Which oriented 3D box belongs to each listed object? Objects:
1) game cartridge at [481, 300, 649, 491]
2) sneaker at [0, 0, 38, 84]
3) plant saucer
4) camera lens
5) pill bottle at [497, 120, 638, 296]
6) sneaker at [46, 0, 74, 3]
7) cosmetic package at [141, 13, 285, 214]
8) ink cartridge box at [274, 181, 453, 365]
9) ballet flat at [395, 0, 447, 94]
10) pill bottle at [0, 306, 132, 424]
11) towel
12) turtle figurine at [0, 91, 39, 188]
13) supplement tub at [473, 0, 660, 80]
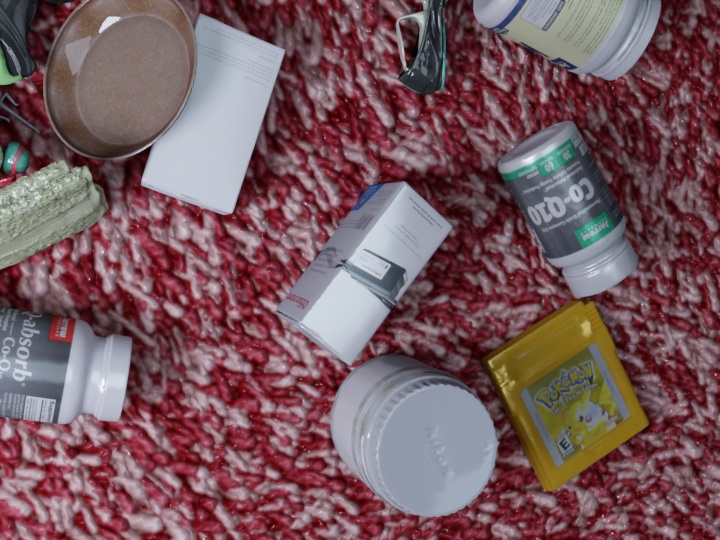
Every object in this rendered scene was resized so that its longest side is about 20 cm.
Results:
[{"bbox_3d":[0.275,0.162,1.278,0.175,0.032,0.202,-30,101,-13],"label":"game cartridge"},{"bbox_3d":[-0.400,-0.301,1.051,0.083,0.076,0.204,-6,87,-50],"label":"sneaker"},{"bbox_3d":[-0.260,-0.217,1.063,0.197,0.037,0.205,-4,79,21],"label":"plant saucer"},{"bbox_3d":[0.057,0.190,1.129,0.157,0.200,0.163,-1,93,-15],"label":"camera lens"},{"bbox_3d":[0.267,-0.077,1.222,0.112,0.113,0.202,-34,101,-12],"label":"pill bottle"},{"bbox_3d":[-0.354,-0.354,1.015,0.075,0.199,0.092,-33,68,20],"label":"sneaker"},{"bbox_3d":[-0.172,-0.176,1.109,0.111,0.081,0.203,21,88,-15],"label":"cosmetic package"},{"bbox_3d":[0.000,0.000,1.132,0.084,0.144,0.201,39,83,-14],"label":"ink cartridge box"},{"bbox_3d":[0.080,-0.322,1.183,0.067,0.068,0.204,6,91,-7],"label":"ballet flat"},{"bbox_3d":[-0.357,0.105,1.050,0.196,0.116,0.118,10,90,-16],"label":"pill bottle"},{"bbox_3d":[-0.367,-0.047,1.019,0.197,0.149,0.037,-26,78,-9],"label":"towel"},{"bbox_3d":[-0.426,-0.135,1.033,0.196,0.101,0.153,15,89,-10],"label":"turtle figurine"},{"bbox_3d":[0.255,-0.335,1.190,0.197,0.145,0.147,23,87,-16],"label":"supplement tub"}]
